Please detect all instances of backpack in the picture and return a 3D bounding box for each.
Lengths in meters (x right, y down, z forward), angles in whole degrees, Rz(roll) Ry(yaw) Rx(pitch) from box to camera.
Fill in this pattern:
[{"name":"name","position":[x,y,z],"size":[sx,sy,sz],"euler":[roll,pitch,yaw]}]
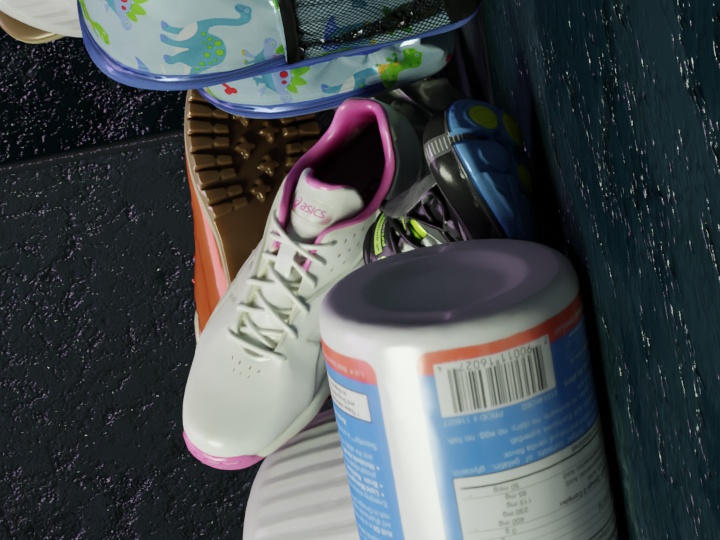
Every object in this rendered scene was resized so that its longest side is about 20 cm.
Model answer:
[{"name":"backpack","position":[-0.048,-0.165,1.159],"size":[0.183,0.200,0.147],"euler":[-104,3,-46]}]

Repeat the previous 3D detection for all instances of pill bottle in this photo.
[{"name":"pill bottle","position":[0.052,0.097,0.998],"size":[0.112,0.112,0.200],"euler":[-105,5,-71]}]

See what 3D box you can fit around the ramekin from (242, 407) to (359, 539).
[{"name":"ramekin","position":[0.025,0.153,1.165],"size":[0.200,0.105,0.200],"euler":[37,-133,-54]}]

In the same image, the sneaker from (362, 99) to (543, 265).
[{"name":"sneaker","position":[0.042,-0.013,1.082],"size":[0.200,0.083,0.071],"euler":[85,178,-68]}]

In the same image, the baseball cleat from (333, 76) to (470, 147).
[{"name":"baseball cleat","position":[0.005,-0.092,1.313],"size":[0.200,0.070,0.107],"euler":[51,162,41]}]

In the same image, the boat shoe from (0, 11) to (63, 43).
[{"name":"boat shoe","position":[-0.129,-0.202,1.374],"size":[0.071,0.200,0.065],"euler":[50,178,7]}]

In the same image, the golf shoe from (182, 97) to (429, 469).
[{"name":"golf shoe","position":[-0.033,0.001,1.139],"size":[0.200,0.075,0.092],"euler":[-60,-21,-19]}]

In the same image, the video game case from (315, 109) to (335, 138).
[{"name":"video game case","position":[-0.030,-0.119,1.414],"size":[0.200,0.018,0.143],"euler":[52,-145,-7]}]

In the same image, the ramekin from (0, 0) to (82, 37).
[{"name":"ramekin","position":[-0.134,-0.223,1.264],"size":[0.094,0.202,0.203],"euler":[-150,47,-66]}]

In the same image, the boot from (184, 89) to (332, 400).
[{"name":"boot","position":[-0.066,-0.022,1.254],"size":[0.107,0.075,0.200],"euler":[162,100,-65]}]

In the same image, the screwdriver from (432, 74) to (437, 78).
[{"name":"screwdriver","position":[0.057,-0.031,1.519],"size":[0.029,0.028,0.200],"euler":[-19,-82,-61]}]
